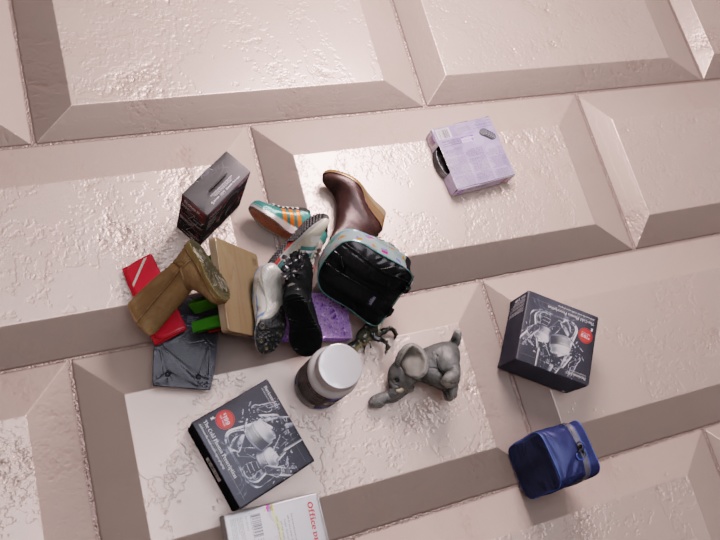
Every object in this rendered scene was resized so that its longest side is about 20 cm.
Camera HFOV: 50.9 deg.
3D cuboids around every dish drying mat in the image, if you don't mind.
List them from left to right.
[{"bbox_3d":[-0.447,0.060,1.633,0.077,0.018,0.201,-27,67,-8],"label":"dish drying mat"}]

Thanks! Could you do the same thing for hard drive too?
[{"bbox_3d":[-0.377,0.159,1.639,0.134,0.042,0.201,7,67,-15],"label":"hard drive"}]

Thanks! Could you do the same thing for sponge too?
[{"bbox_3d":[-0.121,0.106,1.732,0.199,0.030,0.112,2,67,-26],"label":"sponge"}]

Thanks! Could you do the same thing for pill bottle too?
[{"bbox_3d":[-0.068,0.227,1.626,0.113,0.200,0.114,6,69,-15],"label":"pill bottle"}]

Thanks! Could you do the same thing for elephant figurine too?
[{"bbox_3d":[0.125,0.227,1.737,0.199,0.142,0.156,6,39,1],"label":"elephant figurine"}]

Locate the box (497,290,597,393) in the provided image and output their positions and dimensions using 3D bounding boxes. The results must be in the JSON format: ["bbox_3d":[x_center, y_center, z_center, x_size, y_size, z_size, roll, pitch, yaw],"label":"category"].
[{"bbox_3d":[0.461,0.177,1.859,0.199,0.104,0.183,20,67,-9],"label":"box"}]

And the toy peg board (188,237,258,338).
[{"bbox_3d":[-0.296,0.053,1.647,0.097,0.199,0.201,-14,76,15],"label":"toy peg board"}]

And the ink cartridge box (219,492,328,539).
[{"bbox_3d":[-0.172,0.547,1.540,0.199,0.085,0.145,-8,74,-19],"label":"ink cartridge box"}]

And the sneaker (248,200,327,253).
[{"bbox_3d":[-0.168,-0.121,1.797,0.199,0.071,0.080,30,63,-14],"label":"sneaker"}]

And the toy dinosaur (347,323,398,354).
[{"bbox_3d":[0.041,0.146,1.779,0.088,0.048,0.200,34,61,4],"label":"toy dinosaur"}]

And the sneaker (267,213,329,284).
[{"bbox_3d":[-0.125,-0.042,1.741,0.093,0.070,0.200,41,104,-18],"label":"sneaker"}]

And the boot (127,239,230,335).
[{"bbox_3d":[-0.370,0.061,1.543,0.200,0.066,0.175,-44,55,12],"label":"boot"}]

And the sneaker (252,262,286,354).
[{"bbox_3d":[-0.203,0.085,1.653,0.071,0.072,0.201,7,73,-24],"label":"sneaker"}]

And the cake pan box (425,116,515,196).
[{"bbox_3d":[0.291,-0.305,2.020,0.199,0.052,0.185,-17,75,-23],"label":"cake pan box"}]

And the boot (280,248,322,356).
[{"bbox_3d":[-0.129,0.067,1.667,0.073,0.199,0.163,-10,36,5],"label":"boot"}]

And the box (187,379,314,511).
[{"bbox_3d":[-0.230,0.363,1.578,0.182,0.104,0.201,-28,82,-26],"label":"box"}]

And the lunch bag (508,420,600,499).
[{"bbox_3d":[0.448,0.425,1.720,0.132,0.200,0.137,-11,69,-24],"label":"lunch bag"}]

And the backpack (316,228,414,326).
[{"bbox_3d":[0.000,0.000,1.726,0.199,0.176,0.154,27,25,-20],"label":"backpack"}]

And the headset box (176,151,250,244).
[{"bbox_3d":[-0.328,-0.162,1.685,0.075,0.200,0.149,40,63,0],"label":"headset box"}]

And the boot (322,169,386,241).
[{"bbox_3d":[-0.037,-0.137,1.831,0.200,0.072,0.167,37,54,-10],"label":"boot"}]
